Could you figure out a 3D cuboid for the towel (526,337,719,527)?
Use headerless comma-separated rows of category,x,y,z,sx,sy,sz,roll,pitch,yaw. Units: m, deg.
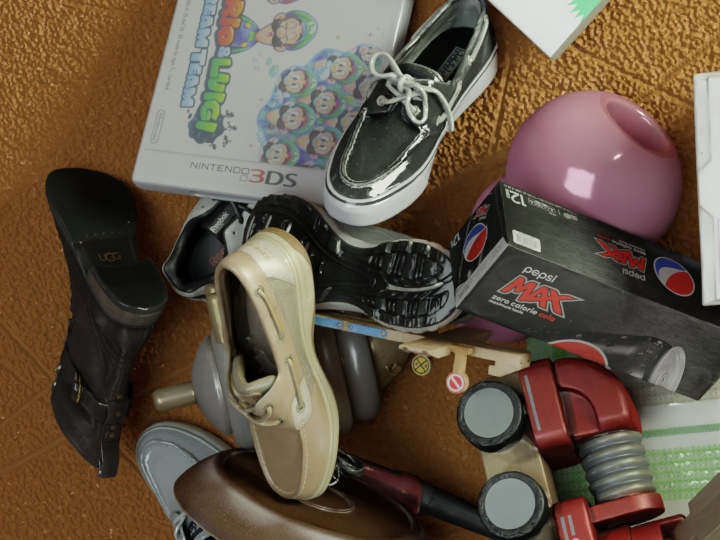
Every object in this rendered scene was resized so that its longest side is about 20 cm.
towel,0.191,0.124,1.592,0.149,0.031,0.201,-6,74,21

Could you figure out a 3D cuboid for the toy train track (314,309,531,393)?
toy train track,0.019,0.054,1.551,0.199,0.115,0.033,11,99,23

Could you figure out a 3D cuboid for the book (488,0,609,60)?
book,0.107,-0.263,1.591,0.200,0.048,0.134,43,98,9

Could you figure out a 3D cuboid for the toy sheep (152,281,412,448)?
toy sheep,-0.055,0.066,1.652,0.199,0.138,0.138,-13,90,1

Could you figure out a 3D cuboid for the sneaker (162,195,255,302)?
sneaker,-0.075,-0.053,1.680,0.074,0.080,0.200,37,106,17

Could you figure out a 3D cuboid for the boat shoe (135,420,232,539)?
boat shoe,-0.103,0.193,1.719,0.201,0.071,0.070,45,109,12

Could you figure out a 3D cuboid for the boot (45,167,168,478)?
boot,-0.213,0.038,1.740,0.200,0.069,0.175,63,144,42

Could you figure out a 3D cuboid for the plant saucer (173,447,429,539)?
plant saucer,-0.035,0.173,1.620,0.200,0.200,0.032,23,102,18

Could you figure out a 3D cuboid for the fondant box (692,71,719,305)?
fondant box,0.267,-0.060,1.474,0.058,0.200,0.145,-1,96,22

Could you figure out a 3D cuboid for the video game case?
video game case,-0.061,-0.145,1.655,0.181,0.024,0.201,8,75,21

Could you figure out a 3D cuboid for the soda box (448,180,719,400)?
soda box,0.160,0.015,1.503,0.199,0.063,0.071,21,129,-22

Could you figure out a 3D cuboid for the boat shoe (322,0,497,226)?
boat shoe,0.036,-0.116,1.567,0.073,0.199,0.068,27,147,25

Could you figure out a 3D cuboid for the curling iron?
curling iron,0.038,0.165,1.630,0.199,0.050,0.026,25,109,-20

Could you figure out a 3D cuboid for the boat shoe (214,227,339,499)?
boat shoe,-0.064,0.073,1.537,0.072,0.065,0.201,15,122,37

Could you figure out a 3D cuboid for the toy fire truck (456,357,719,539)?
toy fire truck,0.177,0.136,1.518,0.199,0.129,0.177,-16,70,9

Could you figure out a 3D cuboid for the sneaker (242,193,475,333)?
sneaker,0.000,0.000,1.577,0.200,0.079,0.074,19,95,32

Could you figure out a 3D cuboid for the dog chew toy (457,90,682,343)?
dog chew toy,0.133,-0.028,1.579,0.125,0.124,0.200,44,117,12
